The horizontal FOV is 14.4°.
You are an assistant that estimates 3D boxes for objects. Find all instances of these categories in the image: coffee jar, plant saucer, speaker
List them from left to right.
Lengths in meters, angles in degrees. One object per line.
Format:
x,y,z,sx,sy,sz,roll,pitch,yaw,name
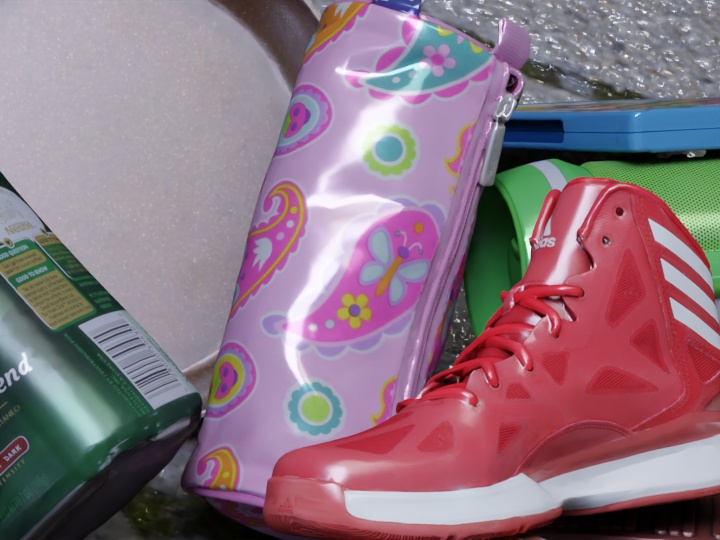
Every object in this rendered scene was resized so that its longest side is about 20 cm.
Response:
-0.152,0.006,0.979,0.200,0.104,0.085,51,26,10,coffee jar
-0.095,-0.038,1.073,0.199,0.034,0.202,2,81,-11,plant saucer
0.144,-0.004,1.086,0.199,0.089,0.089,-3,46,-16,speaker

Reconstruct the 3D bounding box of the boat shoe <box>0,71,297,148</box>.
-0.079,-0.051,1.140,0.199,0.073,0.071,-6,14,-13,boat shoe

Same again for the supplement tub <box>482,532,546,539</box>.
0.014,0.144,0.933,0.199,0.107,0.107,-7,48,-28,supplement tub

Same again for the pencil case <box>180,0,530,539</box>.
0.000,0.000,1.027,0.087,0.087,0.201,18,79,-3,pencil case

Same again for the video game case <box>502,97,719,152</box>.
0.122,-0.061,1.166,0.142,0.018,0.200,-4,5,-25,video game case

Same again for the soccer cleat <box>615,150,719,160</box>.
0.158,-0.010,1.188,0.199,0.068,0.082,-2,86,-5,soccer cleat

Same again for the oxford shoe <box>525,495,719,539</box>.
0.130,0.122,1.034,0.199,0.075,0.070,5,15,13,oxford shoe

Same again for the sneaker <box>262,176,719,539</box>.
0.046,0.028,0.971,0.199,0.116,0.078,-5,1,-43,sneaker
